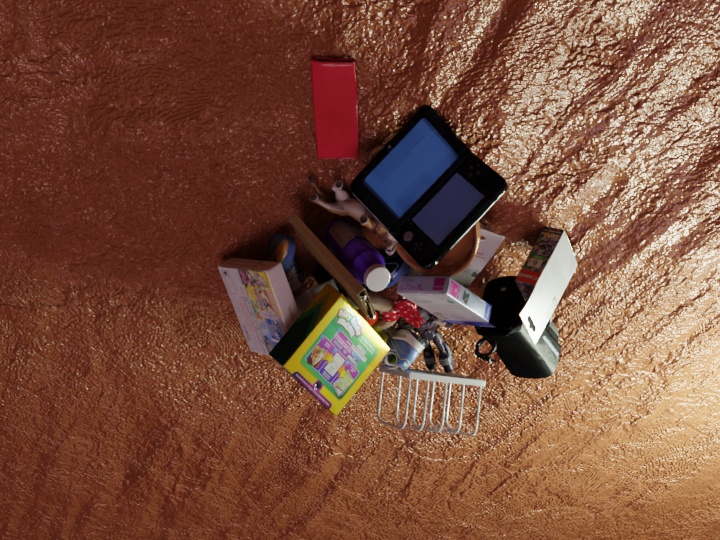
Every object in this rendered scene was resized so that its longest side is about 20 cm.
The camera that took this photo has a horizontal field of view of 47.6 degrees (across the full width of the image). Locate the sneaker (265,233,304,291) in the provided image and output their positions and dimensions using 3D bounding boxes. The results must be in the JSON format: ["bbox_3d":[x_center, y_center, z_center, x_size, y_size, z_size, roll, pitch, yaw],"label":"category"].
[{"bbox_3d":[-0.149,-0.005,1.635,0.086,0.077,0.201,6,147,-18],"label":"sneaker"}]

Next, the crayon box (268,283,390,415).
[{"bbox_3d":[-0.055,0.154,1.564,0.173,0.058,0.201,-50,133,-11],"label":"crayon box"}]

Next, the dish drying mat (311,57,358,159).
[{"bbox_3d":[-0.042,-0.270,1.375,0.075,0.018,0.202,0,139,1],"label":"dish drying mat"}]

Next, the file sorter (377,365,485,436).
[{"bbox_3d":[0.150,0.285,1.786,0.196,0.128,0.138,10,175,-26],"label":"file sorter"}]

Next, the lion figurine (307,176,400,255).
[{"bbox_3d":[-0.002,-0.109,1.495,0.073,0.198,0.122,-56,159,2],"label":"lion figurine"}]

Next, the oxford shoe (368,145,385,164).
[{"bbox_3d":[0.082,-0.139,1.450,0.074,0.058,0.202,-29,108,16],"label":"oxford shoe"}]

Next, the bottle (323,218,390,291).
[{"bbox_3d":[-0.003,-0.028,1.505,0.083,0.200,0.066,34,99,-32],"label":"bottle"}]

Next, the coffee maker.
[{"bbox_3d":[0.321,0.143,1.704,0.193,0.134,0.200,-51,130,-11],"label":"coffee maker"}]

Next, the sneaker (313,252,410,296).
[{"bbox_3d":[0.000,0.000,1.631,0.197,0.071,0.078,-19,142,21],"label":"sneaker"}]

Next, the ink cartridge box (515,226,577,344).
[{"bbox_3d":[0.346,0.028,1.572,0.050,0.202,0.109,15,152,40],"label":"ink cartridge box"}]

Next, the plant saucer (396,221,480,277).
[{"bbox_3d":[0.135,-0.086,1.493,0.197,0.037,0.204,19,123,31],"label":"plant saucer"}]

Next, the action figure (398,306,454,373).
[{"bbox_3d":[0.151,0.141,1.792,0.127,0.070,0.202,-6,134,17],"label":"action figure"}]

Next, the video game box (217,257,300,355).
[{"bbox_3d":[-0.189,0.076,1.610,0.180,0.046,0.204,9,123,51],"label":"video game box"}]

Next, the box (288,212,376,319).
[{"bbox_3d":[-0.050,-0.006,1.514,0.021,0.200,0.164,-40,160,-6],"label":"box"}]

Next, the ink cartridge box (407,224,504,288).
[{"bbox_3d":[0.183,-0.038,1.589,0.114,0.069,0.201,16,136,-17],"label":"ink cartridge box"}]

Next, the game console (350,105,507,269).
[{"bbox_3d":[0.112,-0.139,1.362,0.200,0.176,0.116,-46,136,4],"label":"game console"}]

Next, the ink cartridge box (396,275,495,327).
[{"bbox_3d":[0.172,0.061,1.585,0.118,0.043,0.199,1,158,40],"label":"ink cartridge box"}]

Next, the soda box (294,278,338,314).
[{"bbox_3d":[-0.103,0.085,1.662,0.063,0.069,0.200,-24,173,-29],"label":"soda box"}]

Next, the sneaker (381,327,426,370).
[{"bbox_3d":[0.055,0.164,1.755,0.076,0.078,0.199,41,161,-24],"label":"sneaker"}]

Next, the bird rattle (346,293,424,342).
[{"bbox_3d":[0.030,0.094,1.655,0.160,0.115,0.199,16,156,-28],"label":"bird rattle"}]
